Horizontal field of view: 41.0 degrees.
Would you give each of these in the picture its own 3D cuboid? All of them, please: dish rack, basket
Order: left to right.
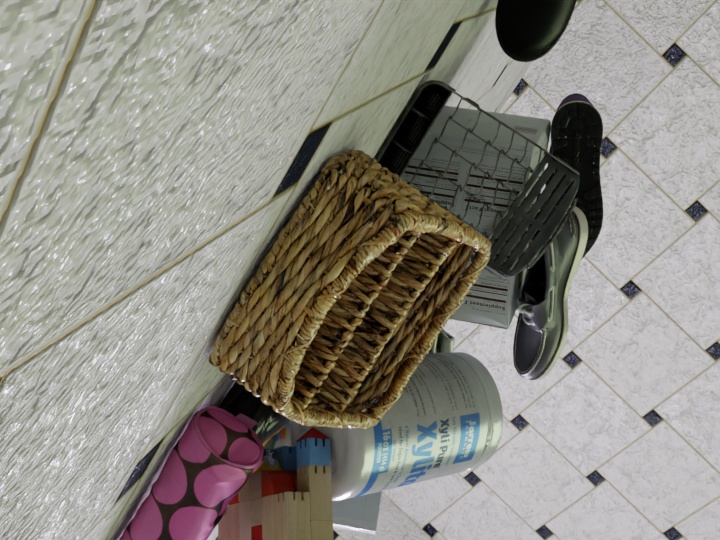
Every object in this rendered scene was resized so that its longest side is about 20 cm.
[{"bbox_3d":[-0.005,0.028,0.756,0.201,0.148,0.143,-55,176,14],"label":"basket"},{"bbox_3d":[0.113,-0.083,0.964,0.154,0.198,0.055,-57,-177,24],"label":"dish rack"}]

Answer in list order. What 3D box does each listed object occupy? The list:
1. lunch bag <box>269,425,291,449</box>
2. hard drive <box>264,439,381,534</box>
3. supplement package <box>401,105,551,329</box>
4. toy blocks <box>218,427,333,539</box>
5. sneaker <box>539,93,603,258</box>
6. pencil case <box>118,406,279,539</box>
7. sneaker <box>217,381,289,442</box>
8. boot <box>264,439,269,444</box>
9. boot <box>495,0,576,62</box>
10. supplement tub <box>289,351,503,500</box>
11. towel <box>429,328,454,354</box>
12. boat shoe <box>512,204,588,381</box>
[{"bbox_3d":[-0.018,0.146,1.162,0.170,0.121,0.203,-33,-143,52],"label":"lunch bag"},{"bbox_3d":[-0.067,0.252,1.226,0.026,0.196,0.134,94,6,-61],"label":"hard drive"},{"bbox_3d":[0.127,-0.069,1.105,0.191,0.145,0.203,-46,144,-66],"label":"supplement package"},{"bbox_3d":[-0.087,0.236,0.954,0.199,0.099,0.139,-29,-122,51],"label":"toy blocks"},{"bbox_3d":[0.252,-0.107,1.140,0.088,0.074,0.203,-65,161,-67],"label":"sneaker"},{"bbox_3d":[-0.167,0.228,0.923,0.201,0.090,0.094,-54,-176,17],"label":"pencil case"},{"bbox_3d":[-0.126,0.165,1.014,0.202,0.075,0.091,-61,165,12],"label":"sneaker"},{"bbox_3d":[-0.119,0.159,1.140,0.202,0.070,0.144,-53,-177,13],"label":"boot"},{"bbox_3d":[0.185,-0.292,0.924,0.158,0.078,0.214,-63,174,-64],"label":"boot"},{"bbox_3d":[0.037,0.158,1.005,0.197,0.133,0.133,-4,141,-35],"label":"supplement tub"},{"bbox_3d":[0.060,0.102,1.208,0.193,0.034,0.203,-132,-143,-57],"label":"towel"},{"bbox_3d":[0.188,0.026,1.043,0.073,0.062,0.203,39,-55,53],"label":"boat shoe"}]
